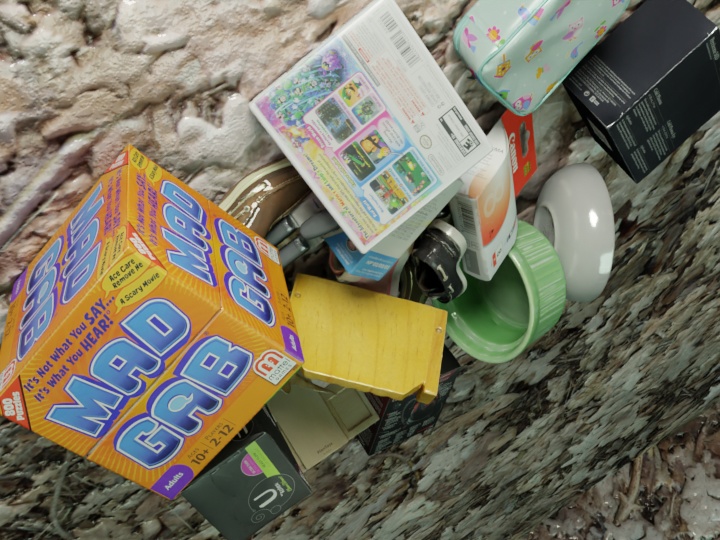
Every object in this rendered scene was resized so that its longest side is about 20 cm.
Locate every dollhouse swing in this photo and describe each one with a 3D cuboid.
[{"bbox_3d":[-0.007,0.117,1.227,0.197,0.184,0.177,14,139,-2],"label":"dollhouse swing"}]

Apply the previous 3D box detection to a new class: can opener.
[{"bbox_3d":[-0.086,-0.036,1.089,0.199,0.053,0.066,-35,-179,23],"label":"can opener"}]

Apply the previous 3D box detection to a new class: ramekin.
[{"bbox_3d":[0.199,0.022,1.363,0.097,0.200,0.201,-21,147,-37],"label":"ramekin"}]

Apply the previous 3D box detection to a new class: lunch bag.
[{"bbox_3d":[0.204,-0.278,1.071,0.200,0.077,0.160,-46,150,15],"label":"lunch bag"}]

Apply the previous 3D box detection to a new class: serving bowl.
[{"bbox_3d":[0.295,-0.054,1.374,0.065,0.202,0.202,-2,140,-12],"label":"serving bowl"}]

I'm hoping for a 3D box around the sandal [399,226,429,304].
[{"bbox_3d":[0.063,-0.008,1.317,0.080,0.053,0.202,-43,141,-37],"label":"sandal"}]

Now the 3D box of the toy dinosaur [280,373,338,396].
[{"bbox_3d":[-0.112,0.126,1.266,0.058,0.102,0.200,-37,147,10],"label":"toy dinosaur"}]

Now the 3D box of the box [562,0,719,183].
[{"bbox_3d":[0.392,-0.245,1.281,0.182,0.105,0.200,-41,150,9],"label":"box"}]

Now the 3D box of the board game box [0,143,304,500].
[{"bbox_3d":[-0.202,0.048,0.910,0.199,0.201,0.200,35,108,-29],"label":"board game box"}]

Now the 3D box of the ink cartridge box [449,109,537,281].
[{"bbox_3d":[0.190,-0.110,1.220,0.200,0.050,0.163,-50,146,-23],"label":"ink cartridge box"}]

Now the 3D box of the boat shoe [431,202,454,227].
[{"bbox_3d":[0.100,-0.092,1.208,0.068,0.074,0.201,-46,144,-25],"label":"boat shoe"}]

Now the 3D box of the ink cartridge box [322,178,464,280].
[{"bbox_3d":[0.038,-0.102,1.100,0.200,0.116,0.067,-48,148,20],"label":"ink cartridge box"}]

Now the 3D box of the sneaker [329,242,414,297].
[{"bbox_3d":[0.000,0.000,1.249,0.103,0.076,0.201,-10,147,-19],"label":"sneaker"}]

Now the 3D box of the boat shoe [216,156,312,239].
[{"bbox_3d":[-0.126,-0.046,1.047,0.201,0.075,0.075,-34,150,-5],"label":"boat shoe"}]

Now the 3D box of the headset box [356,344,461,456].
[{"bbox_3d":[0.075,0.205,1.595,0.147,0.075,0.201,-19,145,-28],"label":"headset box"}]

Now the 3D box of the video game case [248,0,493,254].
[{"bbox_3d":[0.013,-0.149,0.986,0.181,0.024,0.201,-38,109,3],"label":"video game case"}]

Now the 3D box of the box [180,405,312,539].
[{"bbox_3d":[-0.172,0.210,1.195,0.123,0.200,0.149,-33,133,-4],"label":"box"}]

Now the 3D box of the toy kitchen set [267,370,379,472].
[{"bbox_3d":[-0.101,0.202,1.406,0.199,0.164,0.180,-33,177,-5],"label":"toy kitchen set"}]

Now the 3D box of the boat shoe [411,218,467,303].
[{"bbox_3d":[0.099,0.004,1.235,0.061,0.074,0.200,-50,167,-15],"label":"boat shoe"}]
